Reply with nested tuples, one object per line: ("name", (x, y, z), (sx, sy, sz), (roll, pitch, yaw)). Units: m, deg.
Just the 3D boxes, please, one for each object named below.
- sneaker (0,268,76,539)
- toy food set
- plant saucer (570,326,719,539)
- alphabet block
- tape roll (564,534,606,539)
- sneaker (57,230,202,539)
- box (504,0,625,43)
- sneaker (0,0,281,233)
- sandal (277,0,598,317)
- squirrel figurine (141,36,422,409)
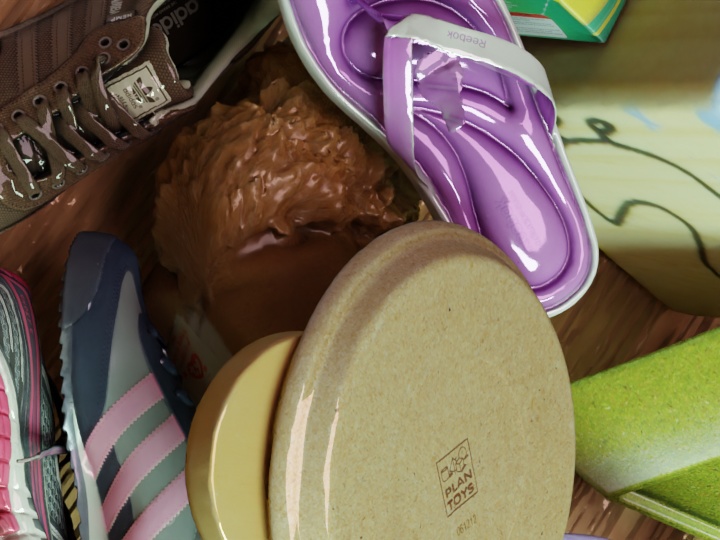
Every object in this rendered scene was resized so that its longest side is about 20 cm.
("sneaker", (-0.143, 0.096, 1.188), (0.075, 0.081, 0.200), (-34, 121, -58))
("toy food set", (0.019, 0.081, 1.144), (0.200, 0.049, 0.198), (-52, 131, -38))
("plant saucer", (0.210, 0.088, 1.348), (0.200, 0.200, 0.048), (24, 59, -33))
("alphabet block", (0.193, -0.102, 1.328), (0.195, 0.200, 0.197), (40, 71, -28))
("tape roll", (0.086, 0.219, 1.289), (0.200, 0.066, 0.200), (1, 77, -4))
("sneaker", (-0.073, 0.079, 1.175), (0.082, 0.070, 0.200), (-9, 83, 8))
("box", (0.097, -0.200, 1.306), (0.048, 0.117, 0.200), (37, 72, -40))
("sneaker", (-0.113, -0.076, 1.196), (0.200, 0.075, 0.070), (-43, 115, -25))
("sandal", (0.042, -0.066, 1.175), (0.082, 0.050, 0.203), (-38, 112, -6))
("squirrel figurine", (0.000, 0.000, 1.245), (0.186, 0.141, 0.200), (-19, 105, -38))
